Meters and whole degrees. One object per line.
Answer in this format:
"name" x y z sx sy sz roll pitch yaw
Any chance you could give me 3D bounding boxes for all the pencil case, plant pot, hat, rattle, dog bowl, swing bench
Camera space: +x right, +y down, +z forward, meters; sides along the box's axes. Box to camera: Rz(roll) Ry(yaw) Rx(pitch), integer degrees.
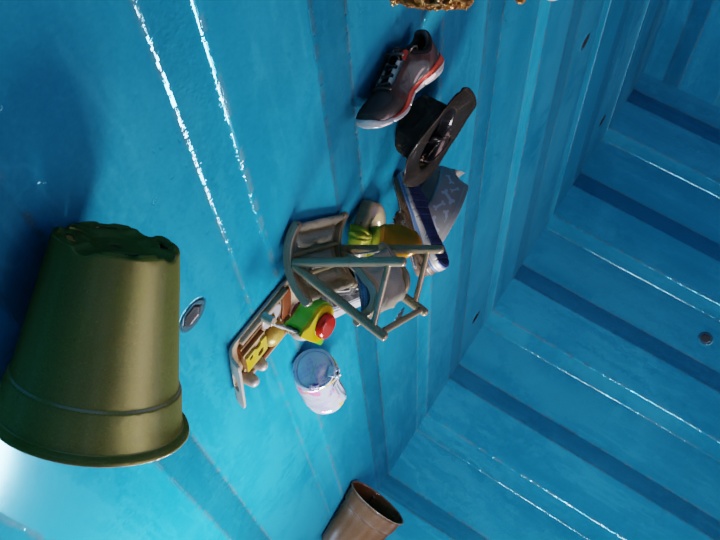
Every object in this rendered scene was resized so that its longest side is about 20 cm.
"pencil case" -0.078 0.218 1.829 0.200 0.090 0.084 83 0 -67
"plant pot" -0.005 0.782 2.857 0.199 0.200 0.200 -53 164 3
"hat" 0.113 -0.247 1.634 0.201 0.081 0.201 -45 162 -19
"rattle" 0.060 -0.045 1.703 0.200 0.142 0.131 61 29 -60
"dog bowl" 0.139 -0.116 1.844 0.201 0.058 0.200 -60 -170 19
"plant pot" -0.252 0.058 0.915 0.200 0.199 0.192 -20 124 -66
"swing bench" 0.000 0.000 1.476 0.199 0.199 0.131 -19 126 -65

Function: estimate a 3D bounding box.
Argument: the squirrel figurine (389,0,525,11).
"squirrel figurine" 0.134 -0.403 1.234 0.201 0.186 0.142 -54 163 -18

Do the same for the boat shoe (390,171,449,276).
"boat shoe" 0.093 -0.084 1.729 0.072 0.201 0.072 -27 164 27

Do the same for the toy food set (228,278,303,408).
"toy food set" -0.139 0.116 1.522 0.200 0.060 0.144 -52 162 -28

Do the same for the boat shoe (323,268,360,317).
"boat shoe" -0.020 0.025 1.702 0.200 0.072 0.071 -40 147 -61

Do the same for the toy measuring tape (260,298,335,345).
"toy measuring tape" -0.089 0.068 1.449 0.074 0.073 0.200 -60 154 0

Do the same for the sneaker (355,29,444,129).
"sneaker" 0.049 -0.293 1.416 0.200 0.077 0.082 -52 135 -30
